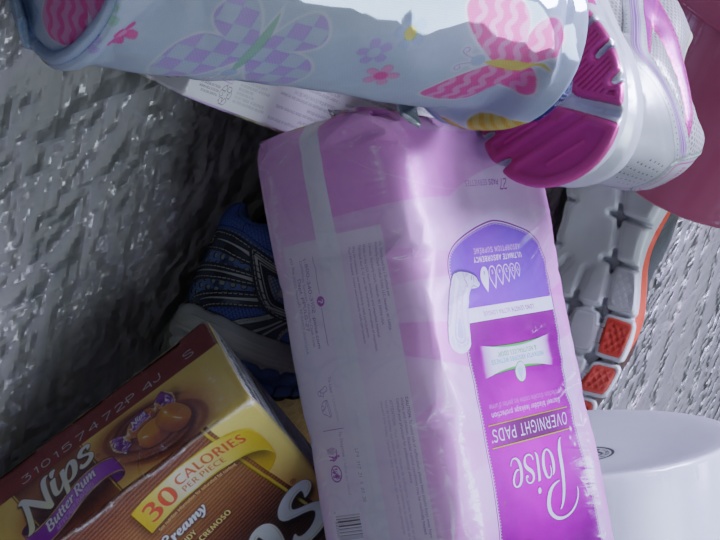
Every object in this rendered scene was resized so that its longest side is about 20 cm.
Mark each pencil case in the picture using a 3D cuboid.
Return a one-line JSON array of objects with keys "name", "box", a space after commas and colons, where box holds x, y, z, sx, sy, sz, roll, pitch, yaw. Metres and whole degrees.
[{"name": "pencil case", "box": [-0.019, -0.098, 0.804, 0.199, 0.083, 0.091, 6, 150, -35]}]

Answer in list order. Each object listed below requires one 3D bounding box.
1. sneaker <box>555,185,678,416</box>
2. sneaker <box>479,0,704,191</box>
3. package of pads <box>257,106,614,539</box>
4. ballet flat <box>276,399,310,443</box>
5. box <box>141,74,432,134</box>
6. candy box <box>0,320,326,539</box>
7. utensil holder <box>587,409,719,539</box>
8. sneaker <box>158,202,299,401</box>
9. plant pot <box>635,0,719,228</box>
[{"name": "sneaker", "box": [0.127, 0.008, 1.234, 0.201, 0.077, 0.082, -64, 159, 4]}, {"name": "sneaker", "box": [0.081, -0.107, 0.947, 0.081, 0.201, 0.088, -31, 145, 30]}, {"name": "package of pads", "box": [0.030, 0.036, 0.916, 0.120, 0.075, 0.201, -6, 85, -54]}, {"name": "ballet flat", "box": [0.029, 0.063, 1.110, 0.200, 0.072, 0.068, -11, 122, -56]}, {"name": "box", "box": [-0.026, -0.074, 0.931, 0.200, 0.039, 0.042, 14, 103, -62]}, {"name": "candy box", "box": [-0.052, 0.125, 0.950, 0.117, 0.057, 0.200, -37, 131, 1]}, {"name": "utensil holder", "box": [0.110, 0.180, 1.129, 0.170, 0.169, 0.201, -15, 104, -55]}, {"name": "sneaker", "box": [0.000, 0.000, 1.006, 0.200, 0.077, 0.086, -11, 119, -57]}, {"name": "plant pot", "box": [0.193, -0.126, 1.123, 0.200, 0.200, 0.179, -34, 157, -43]}]
